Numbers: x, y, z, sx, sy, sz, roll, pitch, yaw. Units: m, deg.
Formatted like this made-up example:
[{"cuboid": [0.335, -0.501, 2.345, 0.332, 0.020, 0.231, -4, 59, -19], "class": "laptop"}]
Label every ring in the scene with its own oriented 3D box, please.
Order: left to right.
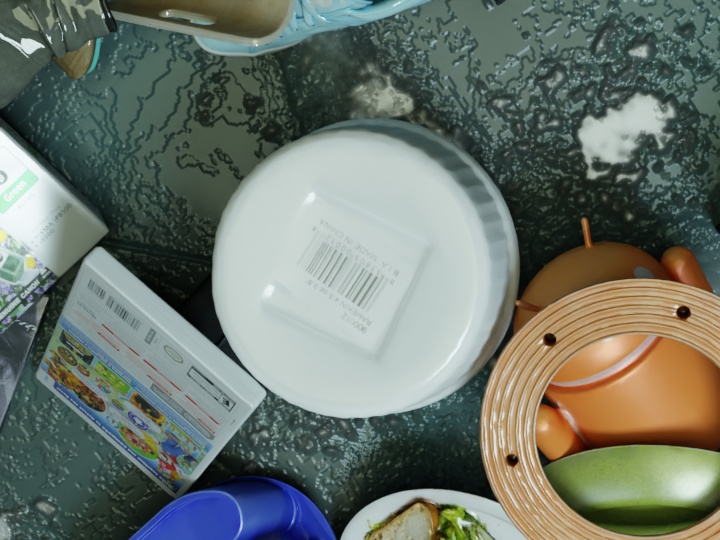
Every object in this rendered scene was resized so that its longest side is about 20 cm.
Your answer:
[{"cuboid": [0.174, 0.101, 0.858, 0.200, 0.019, 0.201, 2, 103, 11], "class": "ring"}]

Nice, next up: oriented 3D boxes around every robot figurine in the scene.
[{"cuboid": [0.178, 0.064, 0.931, 0.144, 0.117, 0.200, -30, 116, 20], "class": "robot figurine"}]

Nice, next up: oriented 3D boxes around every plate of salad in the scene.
[{"cuboid": [0.073, 0.241, 0.993, 0.199, 0.048, 0.201, 11, 125, 16], "class": "plate of salad"}]

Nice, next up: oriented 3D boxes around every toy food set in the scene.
[{"cuboid": [-0.108, -0.255, 0.899, 0.143, 0.060, 0.201, 15, 104, 31], "class": "toy food set"}]

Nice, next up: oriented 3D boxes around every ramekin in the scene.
[{"cuboid": [0.000, 0.000, 0.892, 0.200, 0.098, 0.201, 1, 93, 10], "class": "ramekin"}]

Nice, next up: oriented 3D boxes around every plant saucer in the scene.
[{"cuboid": [0.207, 0.180, 0.945, 0.199, 0.031, 0.200, 8, 146, 5], "class": "plant saucer"}]

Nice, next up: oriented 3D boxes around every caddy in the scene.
[{"cuboid": [-0.107, 0.241, 1.010, 0.200, 0.105, 0.142, -42, 74, 11], "class": "caddy"}]

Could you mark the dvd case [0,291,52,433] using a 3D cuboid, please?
[{"cuboid": [-0.346, 0.045, 1.030, 0.199, 0.016, 0.149, 23, 102, -1], "class": "dvd case"}]

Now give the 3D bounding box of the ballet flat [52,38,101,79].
[{"cuboid": [-0.209, -0.229, 0.922, 0.068, 0.072, 0.201, 22, 110, 45], "class": "ballet flat"}]

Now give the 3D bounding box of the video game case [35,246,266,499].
[{"cuboid": [-0.150, 0.077, 0.947, 0.143, 0.018, 0.200, 41, 146, 1], "class": "video game case"}]

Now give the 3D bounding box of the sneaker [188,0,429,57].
[{"cuboid": [-0.026, -0.193, 0.925, 0.199, 0.082, 0.074, -19, 99, 7], "class": "sneaker"}]

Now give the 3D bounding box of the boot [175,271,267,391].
[{"cuboid": [-0.045, 0.052, 0.981, 0.165, 0.066, 0.200, 45, 95, 7], "class": "boot"}]

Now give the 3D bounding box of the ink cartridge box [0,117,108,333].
[{"cuboid": [-0.280, -0.061, 0.940, 0.109, 0.050, 0.200, -43, 121, 0], "class": "ink cartridge box"}]

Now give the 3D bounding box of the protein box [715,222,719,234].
[{"cuboid": [0.358, 0.009, 0.879, 0.198, 0.200, 0.135, 43, 101, -5], "class": "protein box"}]

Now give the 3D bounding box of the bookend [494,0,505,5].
[{"cuboid": [0.104, -0.300, 0.827, 0.198, 0.092, 0.200, -30, 132, 20], "class": "bookend"}]

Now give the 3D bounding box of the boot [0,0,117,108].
[{"cuboid": [-0.254, -0.201, 0.875, 0.131, 0.068, 0.200, -39, 98, -1], "class": "boot"}]
